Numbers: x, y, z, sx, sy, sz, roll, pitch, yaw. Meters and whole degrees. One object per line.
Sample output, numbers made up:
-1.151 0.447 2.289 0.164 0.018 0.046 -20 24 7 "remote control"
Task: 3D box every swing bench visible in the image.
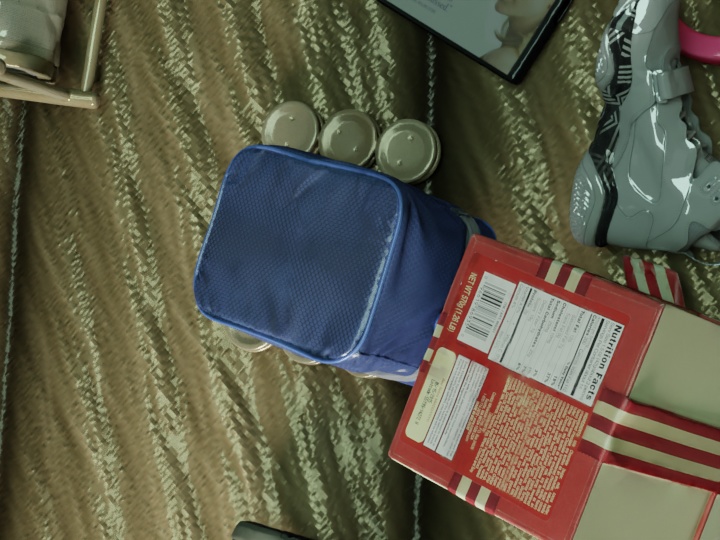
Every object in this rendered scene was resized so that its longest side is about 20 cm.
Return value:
-0.316 -0.248 1.325 0.200 0.130 0.199 7 86 31 "swing bench"

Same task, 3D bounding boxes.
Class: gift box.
0.149 0.078 1.033 0.200 0.187 0.185 30 98 45 "gift box"

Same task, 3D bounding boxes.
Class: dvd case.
0.114 -0.256 1.185 0.143 0.018 0.200 36 97 25 "dvd case"

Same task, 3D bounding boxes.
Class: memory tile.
-0.021 -0.025 1.215 0.153 0.017 0.200 10 86 26 "memory tile"

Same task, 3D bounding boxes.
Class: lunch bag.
0.000 0.000 1.115 0.200 0.132 0.136 20 91 41 "lunch bag"

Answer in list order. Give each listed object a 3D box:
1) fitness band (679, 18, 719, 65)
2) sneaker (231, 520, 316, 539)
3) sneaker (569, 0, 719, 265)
0.252 -0.242 1.099 0.144 0.037 0.200 -12 83 18 "fitness band"
-0.024 0.258 1.141 0.199 0.076 0.114 26 87 20 "sneaker"
0.215 -0.099 1.070 0.115 0.075 0.200 18 111 22 "sneaker"
